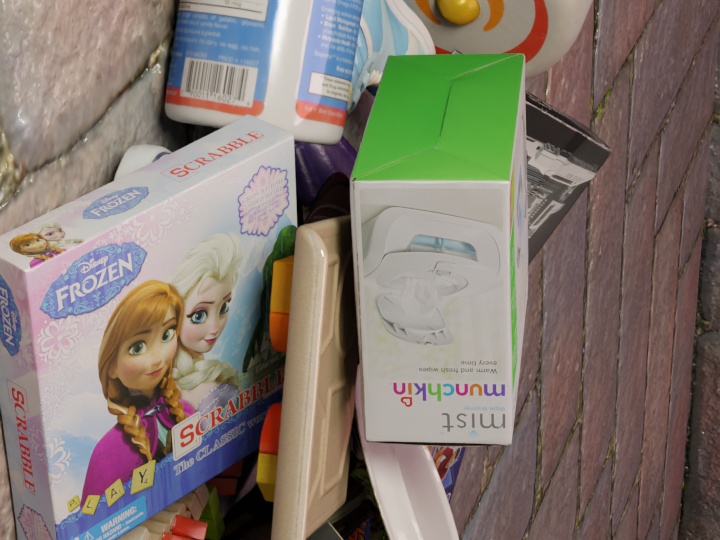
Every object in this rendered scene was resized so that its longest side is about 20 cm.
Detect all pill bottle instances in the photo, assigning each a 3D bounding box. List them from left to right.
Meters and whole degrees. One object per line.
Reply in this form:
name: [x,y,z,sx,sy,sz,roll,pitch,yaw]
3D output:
pill bottle: [-0.050,-0.181,1.152,0.112,0.112,0.201,-1,101,-72]

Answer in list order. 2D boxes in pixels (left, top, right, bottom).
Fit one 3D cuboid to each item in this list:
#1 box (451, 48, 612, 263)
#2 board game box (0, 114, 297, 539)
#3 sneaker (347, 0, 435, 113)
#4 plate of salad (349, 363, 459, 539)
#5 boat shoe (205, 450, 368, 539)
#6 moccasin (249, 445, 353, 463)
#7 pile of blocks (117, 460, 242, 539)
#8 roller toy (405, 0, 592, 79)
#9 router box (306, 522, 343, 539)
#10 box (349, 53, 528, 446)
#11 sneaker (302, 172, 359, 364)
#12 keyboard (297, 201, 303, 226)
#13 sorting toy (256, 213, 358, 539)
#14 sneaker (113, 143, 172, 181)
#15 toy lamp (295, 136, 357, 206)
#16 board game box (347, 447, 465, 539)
box: [0.076,-0.050,1.466,0.157,0.050,0.200,25,108,-41]
board game box: [-0.115,0.040,1.078,0.200,0.041,0.200,-31,132,-39]
sneaker: [-0.010,-0.142,1.357,0.200,0.079,0.131,54,46,-53]
plate of salad: [0.024,0.159,1.266,0.200,0.048,0.201,-20,90,-80]
boat shoe: [-0.059,0.195,1.307,0.202,0.075,0.075,-27,116,-30]
moccasin: [-0.042,0.100,1.417,0.068,0.080,0.201,72,19,-47]
pile of blocks: [-0.120,0.166,1.206,0.200,0.062,0.082,-43,139,-61]
roller toy: [0.091,-0.239,1.438,0.200,0.182,0.140,79,28,-48]
router box: [-0.068,0.269,1.264,0.200,0.052,0.157,-37,151,-7]
box: [0.051,-0.017,1.179,0.200,0.096,0.177,-75,163,-63]
sneaker: [0.000,0.000,1.317,0.200,0.075,0.116,70,38,-69]
keyboard: [-0.074,-0.050,1.302,0.200,0.039,0.105,67,16,-60]
sorting toy: [-0.029,0.061,1.119,0.200,0.036,0.186,-34,129,-81]
sneaker: [-0.095,-0.014,1.171,0.200,0.070,0.073,63,40,-62]
toy lamp: [0.003,-0.019,1.380,0.200,0.058,0.058,60,36,-24]
board game box: [0.041,0.148,1.498,0.135,0.034,0.201,-36,148,-47]
